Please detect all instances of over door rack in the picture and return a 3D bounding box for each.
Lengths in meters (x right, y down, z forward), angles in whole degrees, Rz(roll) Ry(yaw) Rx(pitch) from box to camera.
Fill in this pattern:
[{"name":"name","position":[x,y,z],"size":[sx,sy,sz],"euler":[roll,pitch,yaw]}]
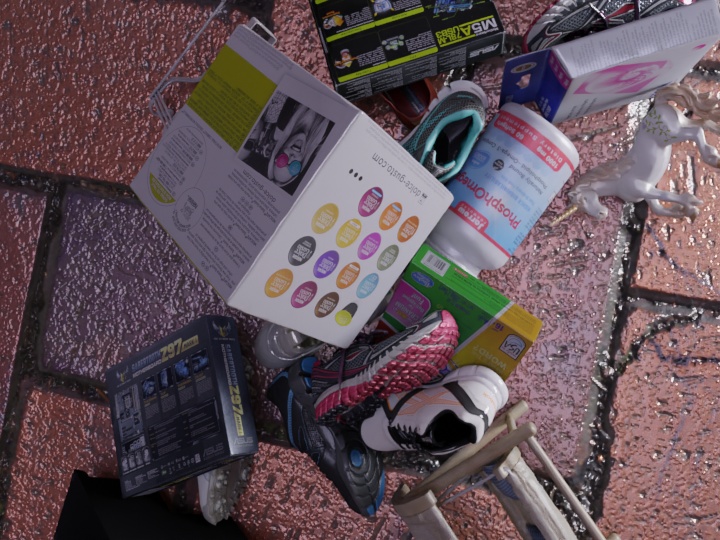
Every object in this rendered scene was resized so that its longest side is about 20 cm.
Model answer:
[{"name":"over door rack","position":[-0.168,-0.224,0.863],"size":[0.201,0.066,0.149],"euler":[-54,47,23]}]

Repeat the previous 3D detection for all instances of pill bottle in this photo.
[{"name":"pill bottle","position":[0.145,-0.075,0.831],"size":[0.108,0.109,0.202],"euler":[37,96,7]}]

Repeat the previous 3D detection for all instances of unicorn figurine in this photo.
[{"name":"unicorn figurine","position":[0.318,-0.110,0.820],"size":[0.136,0.074,0.203],"euler":[29,104,17]}]

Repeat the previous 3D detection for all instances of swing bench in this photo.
[{"name":"swing bench","position":[0.161,0.292,0.820],"size":[0.199,0.130,0.201],"euler":[-37,85,8]}]

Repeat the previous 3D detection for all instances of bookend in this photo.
[{"name":"bookend","position":[-0.241,0.333,0.892],"size":[0.199,0.196,0.094],"euler":[23,95,52]}]

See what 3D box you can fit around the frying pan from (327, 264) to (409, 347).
[{"name":"frying pan","position":[-0.011,-0.014,0.900],"size":[0.190,0.031,0.115],"euler":[-45,82,4]}]

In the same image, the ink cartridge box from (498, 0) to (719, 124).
[{"name":"ink cartridge box","position":[0.246,-0.200,0.770],"size":[0.195,0.196,0.044],"euler":[-16,86,9]}]

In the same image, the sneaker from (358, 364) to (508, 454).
[{"name":"sneaker","position":[0.064,0.162,0.803],"size":[0.198,0.080,0.074],"euler":[-29,105,40]}]

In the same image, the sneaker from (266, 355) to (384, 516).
[{"name":"sneaker","position":[-0.039,0.203,0.893],"size":[0.081,0.073,0.203],"euler":[-29,87,34]}]

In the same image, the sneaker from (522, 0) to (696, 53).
[{"name":"sneaker","position":[0.273,-0.281,0.817],"size":[0.196,0.081,0.076],"euler":[-22,90,8]}]

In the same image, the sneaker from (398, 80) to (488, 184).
[{"name":"sneaker","position":[0.068,-0.116,0.815],"size":[0.077,0.092,0.202],"euler":[31,109,-12]}]

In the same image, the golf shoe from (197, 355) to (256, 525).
[{"name":"golf shoe","position":[-0.185,0.203,0.916],"size":[0.095,0.078,0.205],"euler":[3,86,27]}]

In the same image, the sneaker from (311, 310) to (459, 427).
[{"name":"sneaker","position":[0.017,0.095,0.792],"size":[0.198,0.080,0.076],"euler":[-34,55,27]}]

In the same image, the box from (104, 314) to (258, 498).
[{"name":"box","position":[-0.214,0.161,0.867],"size":[0.198,0.051,0.161],"euler":[-27,69,30]}]

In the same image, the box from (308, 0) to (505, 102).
[{"name":"box","position":[0.042,-0.306,0.840],"size":[0.196,0.048,0.197],"euler":[-17,73,0]}]

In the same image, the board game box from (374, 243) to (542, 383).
[{"name":"board game box","position":[0.087,0.092,0.824],"size":[0.151,0.040,0.202],"euler":[32,129,8]}]

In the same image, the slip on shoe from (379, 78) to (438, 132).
[{"name":"slip on shoe","position":[0.028,-0.249,0.874],"size":[0.074,0.061,0.202],"euler":[-36,84,9]}]

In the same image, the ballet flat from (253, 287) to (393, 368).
[{"name":"ballet flat","position":[-0.053,0.063,0.873],"size":[0.197,0.069,0.071],"euler":[-26,86,17]}]

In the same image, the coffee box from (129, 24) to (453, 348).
[{"name":"coffee box","position":[-0.066,-0.075,0.734],"size":[0.200,0.199,0.199],"euler":[41,97,35]}]
